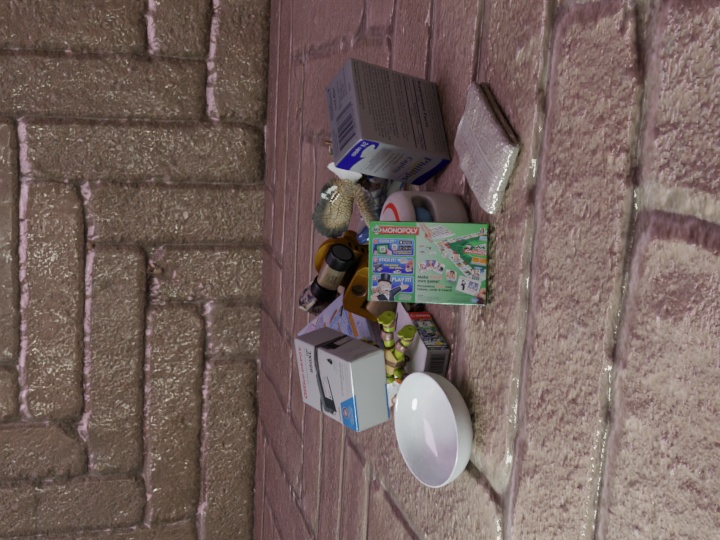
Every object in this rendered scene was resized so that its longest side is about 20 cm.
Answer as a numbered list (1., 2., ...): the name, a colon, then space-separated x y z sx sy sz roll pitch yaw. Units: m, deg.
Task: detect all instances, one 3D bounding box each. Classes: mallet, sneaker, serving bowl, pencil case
1. mallet: 0.088 0.114 1.813 0.200 0.041 0.067 149 121 -68
2. sneaker: 0.023 -0.152 1.804 0.075 0.088 0.201 -5 58 52
3. serving bowl: 0.138 0.275 1.531 0.200 0.065 0.202 15 108 58
4. pencil case: -0.062 0.098 2.065 0.077 0.200 0.090 -9 55 44

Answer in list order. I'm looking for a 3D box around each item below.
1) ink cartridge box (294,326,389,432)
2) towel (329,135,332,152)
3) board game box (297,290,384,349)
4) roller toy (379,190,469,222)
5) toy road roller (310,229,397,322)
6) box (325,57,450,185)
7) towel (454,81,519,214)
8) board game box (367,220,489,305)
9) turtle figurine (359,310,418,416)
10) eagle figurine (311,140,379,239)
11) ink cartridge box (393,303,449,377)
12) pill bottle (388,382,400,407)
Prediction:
1. ink cartridge box: -0.038 0.208 1.687 0.199 0.084 0.146 16 117 53
2. towel: 0.019 -0.307 1.782 0.034 0.199 0.133 34 126 29
3. board game box: -0.045 0.159 1.874 0.199 0.041 0.201 -41 40 25
4. roller toy: 0.104 -0.050 1.555 0.200 0.138 0.184 -149 61 -73
5. toy road roller: 0.000 0.000 1.820 0.146 0.199 0.123 -74 10 -53
6. box: 0.049 -0.273 1.618 0.105 0.199 0.185 -41 49 49
7. towel: 0.200 -0.204 1.406 0.201 0.034 0.133 -107 22 -46
8. board game box: 0.112 -0.014 1.436 0.029 0.198 0.136 -14 -74 -77
9. turtle figurine: 0.067 0.168 1.648 0.200 0.064 0.162 47 140 38
10. eagle figurine: -0.008 -0.142 1.693 0.152 0.150 0.202 -142 55 -65
11. ink cartridge box: 0.114 0.144 1.687 0.200 0.050 0.110 -114 28 -58
12. pill bottle: 0.009 0.232 1.940 0.200 0.118 0.121 -147 59 -72
